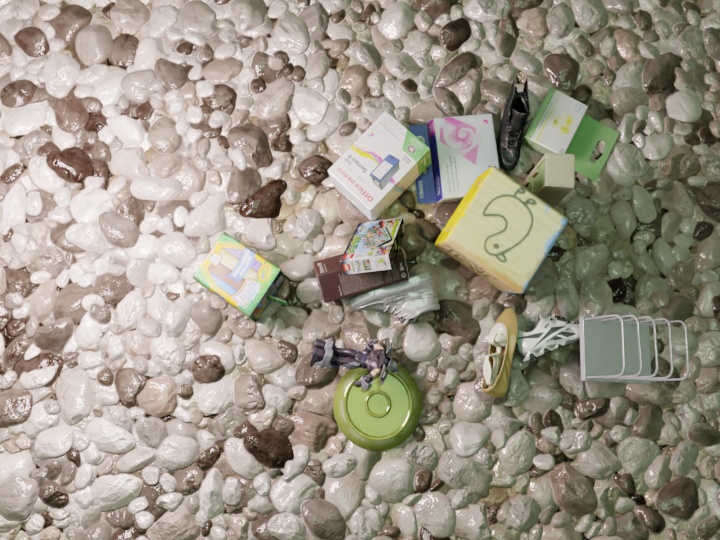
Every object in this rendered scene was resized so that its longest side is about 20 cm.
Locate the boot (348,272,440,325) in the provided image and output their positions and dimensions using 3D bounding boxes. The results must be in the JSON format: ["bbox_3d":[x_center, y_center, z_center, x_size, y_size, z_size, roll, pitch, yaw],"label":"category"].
[{"bbox_3d":[0.079,0.078,1.730,0.198,0.074,0.097,-18,83,0],"label":"boot"}]

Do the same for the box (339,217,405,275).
[{"bbox_3d":[0.030,-0.055,1.686,0.109,0.200,0.035,-7,115,15],"label":"box"}]

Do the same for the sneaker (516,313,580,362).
[{"bbox_3d":[0.438,0.129,1.728,0.198,0.074,0.089,-20,82,-5],"label":"sneaker"}]

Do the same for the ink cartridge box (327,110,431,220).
[{"bbox_3d":[0.044,-0.237,1.771,0.145,0.088,0.200,43,85,15],"label":"ink cartridge box"}]

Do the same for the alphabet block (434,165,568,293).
[{"bbox_3d":[0.301,-0.083,1.685,0.199,0.196,0.196,33,87,-1],"label":"alphabet block"}]

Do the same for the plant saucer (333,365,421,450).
[{"bbox_3d":[0.038,0.296,1.710,0.197,0.031,0.203,0,79,-2],"label":"plant saucer"}]

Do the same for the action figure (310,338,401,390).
[{"bbox_3d":[-0.007,0.195,1.691,0.197,0.070,0.131,11,36,4],"label":"action figure"}]

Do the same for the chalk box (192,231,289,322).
[{"bbox_3d":[-0.247,0.030,1.705,0.199,0.125,0.124,34,80,6],"label":"chalk box"}]

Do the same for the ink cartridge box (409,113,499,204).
[{"bbox_3d":[0.223,-0.262,1.813,0.197,0.043,0.199,-6,80,-4],"label":"ink cartridge box"}]

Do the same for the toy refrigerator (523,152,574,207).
[{"bbox_3d":[0.415,-0.193,1.724,0.069,0.200,0.077,4,80,0],"label":"toy refrigerator"}]

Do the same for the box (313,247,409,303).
[{"bbox_3d":[0.000,0.000,1.720,0.198,0.100,0.076,-17,110,-5],"label":"box"}]

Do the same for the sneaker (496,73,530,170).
[{"bbox_3d":[0.357,-0.343,1.799,0.059,0.104,0.202,8,79,0],"label":"sneaker"}]

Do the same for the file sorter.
[{"bbox_3d":[0.589,0.169,1.663,0.198,0.124,0.141,6,78,-26],"label":"file sorter"}]

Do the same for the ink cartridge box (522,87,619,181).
[{"bbox_3d":[0.502,-0.322,1.829,0.198,0.048,0.147,28,79,6],"label":"ink cartridge box"}]

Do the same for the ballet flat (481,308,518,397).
[{"bbox_3d":[0.307,0.179,1.713,0.062,0.068,0.203,14,78,-33],"label":"ballet flat"}]
